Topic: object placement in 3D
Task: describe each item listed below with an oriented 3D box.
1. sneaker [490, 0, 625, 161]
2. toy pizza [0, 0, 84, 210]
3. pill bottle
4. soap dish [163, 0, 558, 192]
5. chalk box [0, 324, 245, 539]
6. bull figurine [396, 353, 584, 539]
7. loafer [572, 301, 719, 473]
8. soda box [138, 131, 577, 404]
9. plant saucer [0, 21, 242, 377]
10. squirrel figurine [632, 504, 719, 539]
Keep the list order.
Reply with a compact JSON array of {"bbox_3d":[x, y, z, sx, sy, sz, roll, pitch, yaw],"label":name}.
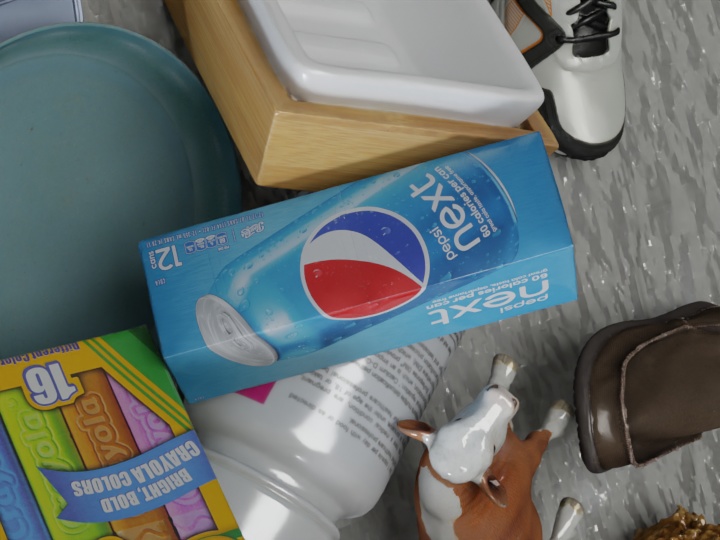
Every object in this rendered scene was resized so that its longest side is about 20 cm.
[{"bbox_3d":[0.113,-0.160,1.266,0.073,0.080,0.202,-17,98,-29],"label":"sneaker"},{"bbox_3d":[-0.227,-0.113,1.099,0.199,0.032,0.202,-2,95,-32],"label":"toy pizza"},{"bbox_3d":[-0.021,0.055,1.165,0.113,0.113,0.201,35,72,-23],"label":"pill bottle"},{"bbox_3d":[-0.010,-0.115,1.143,0.156,0.201,0.082,4,127,-29],"label":"soap dish"},{"bbox_3d":[-0.126,0.149,1.051,0.123,0.125,0.201,-13,62,-28],"label":"chalk box"},{"bbox_3d":[0.068,0.122,1.188,0.121,0.065,0.201,-46,145,-44],"label":"bull figurine"},{"bbox_3d":[0.181,0.057,1.258,0.200,0.070,0.074,-28,111,-53],"label":"loafer"},{"bbox_3d":[0.000,0.000,1.086,0.198,0.068,0.065,-16,67,0],"label":"soda box"},{"bbox_3d":[-0.147,-0.023,1.127,0.199,0.027,0.202,-9,104,-37],"label":"plant saucer"},{"bbox_3d":[0.193,0.219,1.235,0.141,0.186,0.201,42,70,-21],"label":"squirrel figurine"}]
